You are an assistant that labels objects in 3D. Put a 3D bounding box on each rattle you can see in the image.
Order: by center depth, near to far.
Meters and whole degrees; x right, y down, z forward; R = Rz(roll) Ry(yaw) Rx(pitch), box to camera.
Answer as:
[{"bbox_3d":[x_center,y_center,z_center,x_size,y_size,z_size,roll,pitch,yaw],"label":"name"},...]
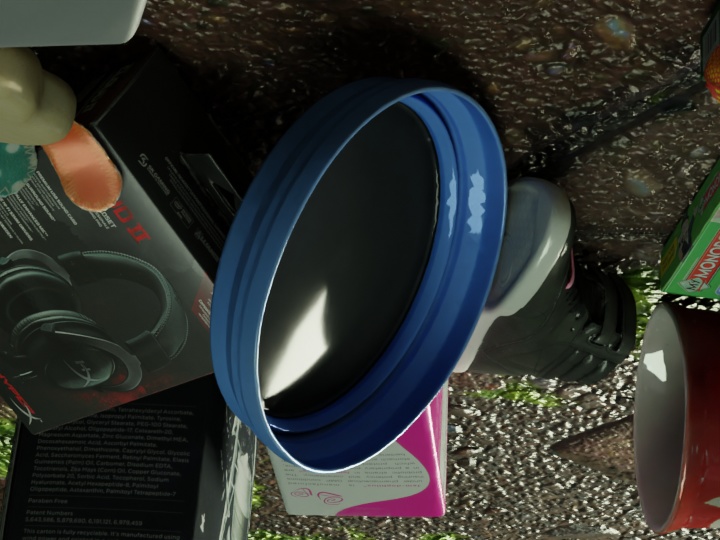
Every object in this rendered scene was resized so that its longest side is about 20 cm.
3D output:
[{"bbox_3d":[-0.175,-0.118,0.916,0.130,0.143,0.200,-20,158,34],"label":"rattle"}]

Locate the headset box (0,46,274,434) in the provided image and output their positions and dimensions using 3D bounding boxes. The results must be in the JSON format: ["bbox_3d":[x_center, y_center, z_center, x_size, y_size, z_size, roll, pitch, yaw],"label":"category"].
[{"bbox_3d":[-0.131,-0.013,1.063,0.200,0.077,0.149,-18,116,38],"label":"headset box"}]

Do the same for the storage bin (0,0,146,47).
[{"bbox_3d":[-0.145,-0.164,0.744,0.134,0.201,0.146,3,153,-16],"label":"storage bin"}]

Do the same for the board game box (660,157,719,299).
[{"bbox_3d":[0.249,-0.037,1.073,0.134,0.029,0.200,9,151,-7],"label":"board game box"}]

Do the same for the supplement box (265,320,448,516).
[{"bbox_3d":[-0.003,0.062,1.212,0.101,0.104,0.200,0,150,6],"label":"supplement box"}]

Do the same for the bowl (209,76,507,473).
[{"bbox_3d":[0.000,0.000,1.019,0.039,0.201,0.201,23,163,32],"label":"bowl"}]

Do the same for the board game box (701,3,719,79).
[{"bbox_3d":[0.241,-0.136,0.880,0.134,0.029,0.200,9,151,-6],"label":"board game box"}]

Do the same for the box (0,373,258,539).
[{"bbox_3d":[-0.141,0.153,1.295,0.123,0.197,0.200,0,151,5],"label":"box"}]

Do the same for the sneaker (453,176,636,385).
[{"bbox_3d":[0.113,0.007,1.136,0.099,0.071,0.200,6,156,-9],"label":"sneaker"}]

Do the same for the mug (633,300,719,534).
[{"bbox_3d":[0.271,0.091,1.180,0.199,0.134,0.178,3,-178,-5],"label":"mug"}]

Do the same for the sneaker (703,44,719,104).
[{"bbox_3d":[0.230,-0.113,0.829,0.199,0.073,0.077,-16,123,25],"label":"sneaker"}]
